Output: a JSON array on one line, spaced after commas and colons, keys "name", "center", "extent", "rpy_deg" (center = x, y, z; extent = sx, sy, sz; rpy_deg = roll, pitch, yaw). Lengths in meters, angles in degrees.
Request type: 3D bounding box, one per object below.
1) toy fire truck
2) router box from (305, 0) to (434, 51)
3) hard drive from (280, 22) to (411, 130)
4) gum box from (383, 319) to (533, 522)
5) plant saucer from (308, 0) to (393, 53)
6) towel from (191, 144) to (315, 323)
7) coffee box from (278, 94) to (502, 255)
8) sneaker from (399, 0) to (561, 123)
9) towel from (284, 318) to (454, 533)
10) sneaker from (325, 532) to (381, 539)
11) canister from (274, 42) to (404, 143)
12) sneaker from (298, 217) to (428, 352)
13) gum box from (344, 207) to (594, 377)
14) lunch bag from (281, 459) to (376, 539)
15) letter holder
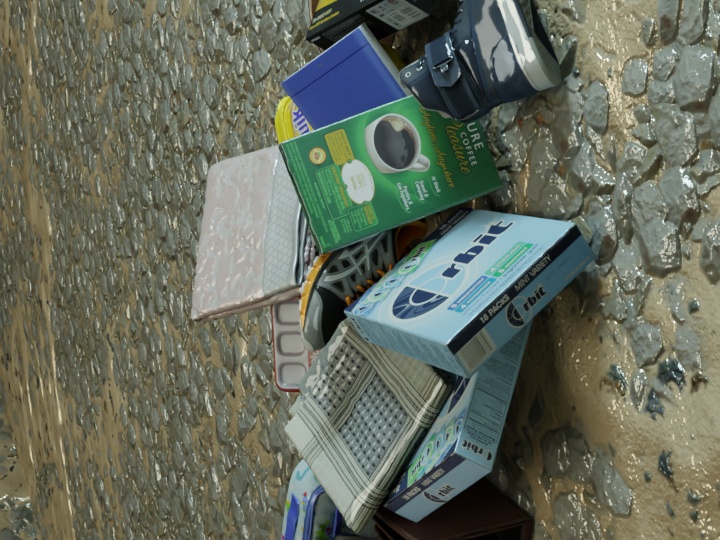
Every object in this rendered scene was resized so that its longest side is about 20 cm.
[{"name": "toy fire truck", "center": [-0.028, 0.038, 1.495], "extent": [0.167, 0.112, 0.201], "rpy_deg": [-3, 95, 19]}, {"name": "router box", "center": [0.028, -0.323, 1.386], "extent": [0.200, 0.052, 0.158], "rpy_deg": [-11, 57, 62]}, {"name": "hard drive", "center": [0.017, -0.149, 1.405], "extent": [0.132, 0.025, 0.200], "rpy_deg": [-27, 103, 44]}, {"name": "gum box", "center": [0.100, 0.131, 1.309], "extent": [0.170, 0.044, 0.201], "rpy_deg": [-49, 17, 55]}, {"name": "plant saucer", "center": [-0.017, -0.326, 1.576], "extent": [0.200, 0.034, 0.201], "rpy_deg": [25, 119, 60]}, {"name": "towel", "center": [-0.122, -0.050, 1.524], "extent": [0.190, 0.032, 0.201], "rpy_deg": [-15, 61, 41]}, {"name": "coffee box", "center": [0.031, -0.104, 1.326], "extent": [0.044, 0.199, 0.124], "rpy_deg": [128, 121, -85]}, {"name": "sneaker", "center": [0.094, -0.241, 1.262], "extent": [0.146, 0.077, 0.203], "rpy_deg": [-24, 71, 29]}, {"name": "towel", "center": [0.000, 0.134, 1.362], "extent": [0.193, 0.034, 0.200], "rpy_deg": [-59, 37, 18]}, {"name": "sneaker", "center": [0.012, 0.342, 1.475], "extent": [0.088, 0.199, 0.076], "rpy_deg": [42, 134, 43]}, {"name": "canister", "center": [-0.017, -0.167, 1.549], "extent": [0.200, 0.086, 0.149], "rpy_deg": [-28, 73, 60]}, {"name": "sneaker", "center": [0.000, 0.000, 1.364], "extent": [0.077, 0.201, 0.078], "rpy_deg": [24, 160, 15]}, {"name": "gum box", "center": [0.099, 0.015, 1.258], "extent": [0.045, 0.170, 0.200], "rpy_deg": [55, 161, -23]}, {"name": "lunch bag", "center": [-0.015, 0.305, 1.561], "extent": [0.082, 0.160, 0.201], "rpy_deg": [47, 135, 51]}, {"name": "letter holder", "center": [0.067, 0.277, 1.411], "extent": [0.200, 0.141, 0.101], "rpy_deg": [34, 125, 57]}]
